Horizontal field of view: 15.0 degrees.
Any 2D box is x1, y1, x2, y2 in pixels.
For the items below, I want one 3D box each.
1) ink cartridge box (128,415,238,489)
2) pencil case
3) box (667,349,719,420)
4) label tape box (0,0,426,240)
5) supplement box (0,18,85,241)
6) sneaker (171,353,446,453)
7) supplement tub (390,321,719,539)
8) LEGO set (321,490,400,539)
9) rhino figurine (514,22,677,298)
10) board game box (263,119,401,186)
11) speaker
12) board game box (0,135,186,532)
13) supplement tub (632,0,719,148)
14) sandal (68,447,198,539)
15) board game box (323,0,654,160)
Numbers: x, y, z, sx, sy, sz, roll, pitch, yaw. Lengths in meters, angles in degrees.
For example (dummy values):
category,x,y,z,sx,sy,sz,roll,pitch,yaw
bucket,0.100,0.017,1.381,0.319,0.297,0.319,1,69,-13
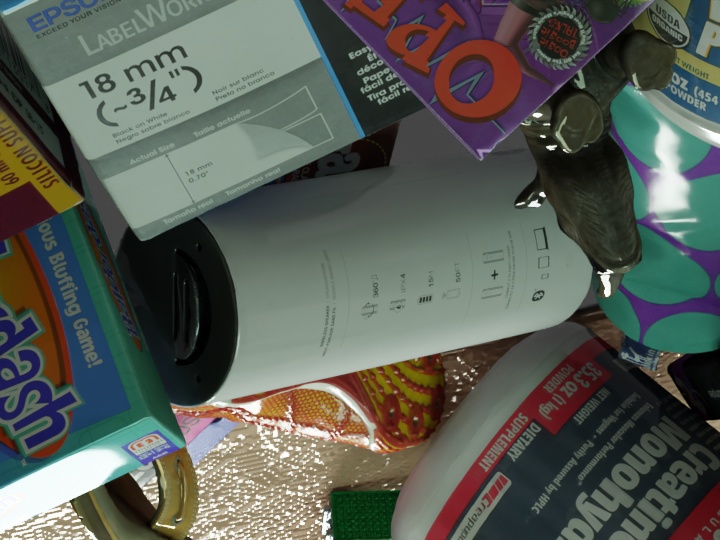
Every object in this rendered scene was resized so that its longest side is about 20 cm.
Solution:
category,x,y,z,sx,sy,sz,roll,pitch,yaw
ink cartridge box,-0.126,0.060,1.211,0.200,0.037,0.095,15,133,-41
pencil case,0.133,-0.048,1.144,0.092,0.085,0.200,11,146,15
box,0.221,0.017,1.200,0.143,0.036,0.200,-31,179,-6
label tape box,-0.058,-0.117,0.959,0.144,0.063,0.200,-25,139,2
supplement box,-0.217,-0.040,0.989,0.199,0.086,0.110,-25,145,9
sneaker,-0.035,0.036,1.185,0.077,0.073,0.200,-3,166,40
supplement tub,0.127,0.132,1.256,0.140,0.200,0.140,-48,166,-16
LEGO set,0.056,0.190,1.373,0.199,0.154,0.116,-8,143,-10
rhino figurine,0.073,-0.078,0.984,0.060,0.087,0.201,-21,118,-13
board game box,-0.034,-0.059,1.109,0.103,0.019,0.200,-8,143,-18
speaker,0.000,0.000,1.100,0.200,0.081,0.081,-12,148,-41
board game box,-0.184,0.038,1.044,0.199,0.152,0.045,-26,156,6
supplement tub,0.160,-0.150,0.969,0.144,0.145,0.200,-14,144,-7
sandal,-0.094,0.091,1.178,0.054,0.080,0.200,-36,145,-1
board game box,0.014,-0.147,0.889,0.200,0.032,0.120,45,111,-9
